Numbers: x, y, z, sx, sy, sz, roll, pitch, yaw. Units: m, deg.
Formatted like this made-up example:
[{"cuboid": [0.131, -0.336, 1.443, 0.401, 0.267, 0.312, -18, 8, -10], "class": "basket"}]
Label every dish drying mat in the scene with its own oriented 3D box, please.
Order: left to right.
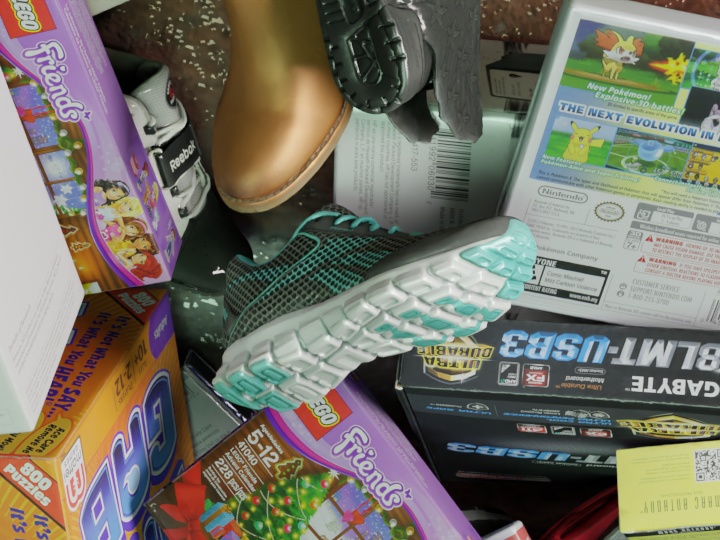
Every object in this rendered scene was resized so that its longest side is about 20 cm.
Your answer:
[{"cuboid": [0.096, 0.189, 1.669, 0.018, 0.077, 0.200, 49, 140, 14], "class": "dish drying mat"}]

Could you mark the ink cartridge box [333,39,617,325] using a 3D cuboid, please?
[{"cuboid": [0.087, -0.043, 1.540, 0.199, 0.086, 0.147, 5, 124, 4], "class": "ink cartridge box"}]

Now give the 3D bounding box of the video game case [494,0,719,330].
[{"cuboid": [0.177, -0.046, 1.460, 0.199, 0.022, 0.183, 11, 123, -9], "class": "video game case"}]

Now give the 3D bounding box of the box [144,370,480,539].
[{"cuboid": [-0.007, 0.167, 1.562, 0.137, 0.039, 0.200, -39, 85, 13], "class": "box"}]

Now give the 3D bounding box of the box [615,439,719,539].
[{"cuboid": [0.201, 0.145, 1.600, 0.075, 0.050, 0.200, -7, 160, 17], "class": "box"}]

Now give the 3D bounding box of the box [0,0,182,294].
[{"cuboid": [-0.192, -0.072, 1.502, 0.136, 0.039, 0.201, -10, 125, 16], "class": "box"}]

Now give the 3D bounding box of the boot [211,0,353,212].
[{"cuboid": [-0.051, -0.143, 1.411, 0.076, 0.201, 0.155, 20, 170, 31], "class": "boot"}]

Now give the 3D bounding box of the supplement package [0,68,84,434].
[{"cuboid": [-0.236, -0.026, 1.443, 0.120, 0.120, 0.201, -5, 127, 16], "class": "supplement package"}]

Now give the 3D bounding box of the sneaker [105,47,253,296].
[{"cuboid": [-0.122, -0.067, 1.566, 0.200, 0.074, 0.088, 42, 123, -18], "class": "sneaker"}]

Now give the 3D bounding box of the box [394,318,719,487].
[{"cuboid": [0.129, 0.078, 1.573, 0.199, 0.050, 0.199, 3, 161, 8], "class": "box"}]

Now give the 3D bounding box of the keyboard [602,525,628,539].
[{"cuboid": [0.112, 0.201, 1.687, 0.200, 0.056, 0.011, -45, 77, 12], "class": "keyboard"}]

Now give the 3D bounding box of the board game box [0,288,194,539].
[{"cuboid": [-0.219, 0.141, 1.624, 0.199, 0.200, 0.201, 0, 117, 16], "class": "board game box"}]

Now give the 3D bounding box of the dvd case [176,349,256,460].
[{"cuboid": [-0.091, 0.154, 1.741, 0.150, 0.025, 0.200, -33, 112, 27], "class": "dvd case"}]

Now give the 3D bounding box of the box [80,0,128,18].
[{"cuboid": [-0.164, -0.174, 1.498, 0.199, 0.082, 0.069, -21, 120, 20], "class": "box"}]

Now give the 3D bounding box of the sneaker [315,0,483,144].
[{"cuboid": [0.018, -0.153, 1.402, 0.060, 0.104, 0.201, -1, 105, 28], "class": "sneaker"}]

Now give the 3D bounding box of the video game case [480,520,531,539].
[{"cuboid": [0.076, 0.260, 1.597, 0.143, 0.017, 0.201, -28, 90, 23], "class": "video game case"}]

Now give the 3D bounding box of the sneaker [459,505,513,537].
[{"cuboid": [0.000, 0.165, 1.681, 0.199, 0.086, 0.081, -5, 122, -30], "class": "sneaker"}]

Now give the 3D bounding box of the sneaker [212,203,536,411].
[{"cuboid": [0.000, 0.000, 1.480, 0.199, 0.092, 0.077, -22, 150, 27], "class": "sneaker"}]
